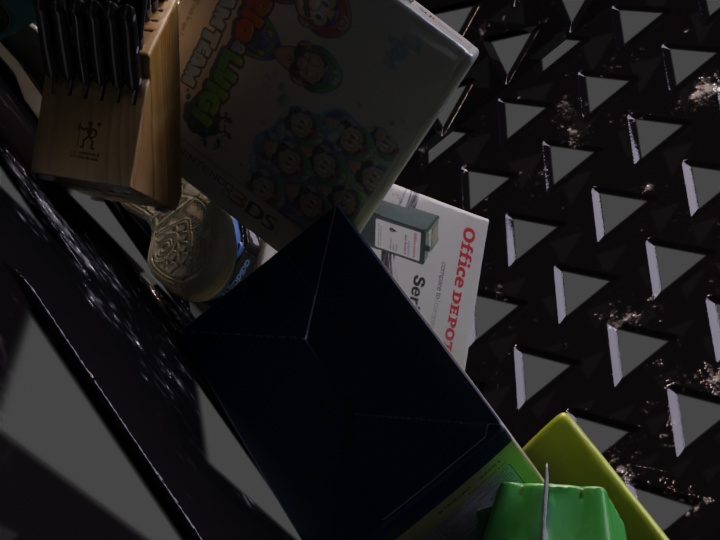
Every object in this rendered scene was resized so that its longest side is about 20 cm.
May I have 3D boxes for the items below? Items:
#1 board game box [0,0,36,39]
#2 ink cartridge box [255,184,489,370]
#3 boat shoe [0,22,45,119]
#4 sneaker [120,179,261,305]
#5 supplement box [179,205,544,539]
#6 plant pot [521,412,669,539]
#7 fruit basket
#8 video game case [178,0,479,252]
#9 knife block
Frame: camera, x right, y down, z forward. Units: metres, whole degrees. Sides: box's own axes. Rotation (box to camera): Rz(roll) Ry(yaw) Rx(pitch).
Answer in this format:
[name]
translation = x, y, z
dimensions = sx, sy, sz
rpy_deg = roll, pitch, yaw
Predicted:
[board game box]
translation = -0.198, -0.232, 0.738
dimensions = 0.151, 0.198, 0.047
rpy_deg = 52, 21, -43
[ink cartridge box]
translation = 0.000, 0.000, 1.071
dimensions = 0.197, 0.148, 0.084
rpy_deg = 18, -19, -19
[boat shoe]
translation = -0.242, -0.175, 0.901
dimensions = 0.201, 0.060, 0.074
rpy_deg = 53, 1, -6
[sneaker]
translation = -0.110, -0.013, 0.944
dimensions = 0.111, 0.077, 0.200
rpy_deg = 41, 0, -33
[supplement box]
translation = 0.016, 0.107, 0.826
dimensions = 0.201, 0.134, 0.200
rpy_deg = 53, 1, 35
[plant pot]
translation = 0.153, 0.253, 0.939
dimensions = 0.200, 0.181, 0.200
rpy_deg = 53, 0, 25
[fruit basket]
translation = 0.102, 0.226, 0.704
dimensions = 0.092, 0.203, 0.185
rpy_deg = 6, -18, 20
[video game case]
translation = -0.047, -0.117, 0.817
dimensions = 0.181, 0.201, 0.024
rpy_deg = 37, 32, 3
[knife block]
translation = -0.146, -0.135, 0.771
dimensions = 0.063, 0.179, 0.200
rpy_deg = 10, -3, 3
